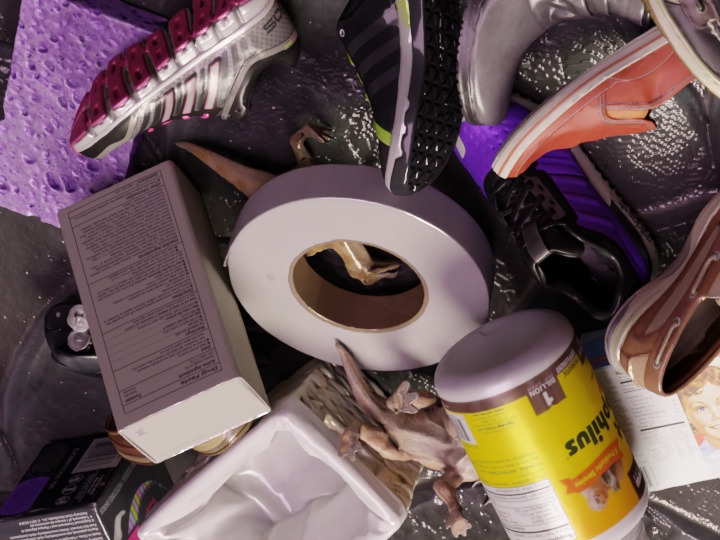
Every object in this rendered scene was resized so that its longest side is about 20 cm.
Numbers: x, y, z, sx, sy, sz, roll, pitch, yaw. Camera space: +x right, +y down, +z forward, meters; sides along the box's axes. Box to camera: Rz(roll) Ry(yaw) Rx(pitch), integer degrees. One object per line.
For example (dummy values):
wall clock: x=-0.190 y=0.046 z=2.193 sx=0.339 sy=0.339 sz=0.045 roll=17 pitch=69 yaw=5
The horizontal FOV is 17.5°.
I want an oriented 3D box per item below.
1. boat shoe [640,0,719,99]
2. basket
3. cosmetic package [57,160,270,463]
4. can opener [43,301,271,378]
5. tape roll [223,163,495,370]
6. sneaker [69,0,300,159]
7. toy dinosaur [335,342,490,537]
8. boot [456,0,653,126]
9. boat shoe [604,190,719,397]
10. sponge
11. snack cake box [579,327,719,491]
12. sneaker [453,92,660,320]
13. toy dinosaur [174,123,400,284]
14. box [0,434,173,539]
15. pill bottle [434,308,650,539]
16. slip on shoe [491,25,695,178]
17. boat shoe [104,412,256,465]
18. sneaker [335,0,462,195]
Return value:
boat shoe: x=0.219 y=-0.193 z=1.520 sx=0.066 sy=0.072 sz=0.201 roll=-34 pitch=98 yaw=34
basket: x=-0.057 y=0.173 z=1.864 sx=0.136 sy=0.123 sz=0.200 roll=44 pitch=123 yaw=-9
cosmetic package: x=-0.149 y=0.029 z=1.754 sx=0.103 sy=0.201 sz=0.073 roll=-23 pitch=151 yaw=8
can opener: x=-0.162 y=0.051 z=1.878 sx=0.199 sy=0.079 sz=0.064 roll=-3 pitch=80 yaw=18
tape roll: x=0.000 y=0.000 z=1.747 sx=0.202 sy=0.037 sz=0.203 roll=8 pitch=141 yaw=7
sneaker: x=-0.124 y=-0.135 z=1.719 sx=0.200 sy=0.074 sz=0.087 roll=-37 pitch=122 yaw=14
toy dinosaur: x=0.063 y=0.127 z=1.799 sx=0.200 sy=0.135 sz=0.086 roll=29 pitch=104 yaw=14
boot: x=0.141 y=-0.182 z=1.603 sx=0.131 sy=0.070 sz=0.201 roll=13 pitch=117 yaw=12
boat shoe: x=0.260 y=0.009 z=1.643 sx=0.076 sy=0.072 sz=0.200 roll=29 pitch=104 yaw=-40
sponge: x=-0.221 y=-0.123 z=1.804 sx=0.111 sy=0.030 sz=0.201 roll=21 pitch=125 yaw=6
snack cake box: x=0.265 y=0.088 z=1.729 sx=0.199 sy=0.067 sz=0.115 roll=-14 pitch=112 yaw=27
sneaker: x=0.133 y=-0.043 z=1.676 sx=0.200 sy=0.100 sz=0.070 roll=44 pitch=124 yaw=-5
toy dinosaur: x=-0.051 y=-0.056 z=1.764 sx=0.200 sy=0.058 sz=0.101 roll=34 pitch=126 yaw=-1
box: x=-0.207 y=0.252 z=1.966 sx=0.106 sy=0.122 sz=0.201 roll=-10 pitch=116 yaw=24
pill bottle: x=0.140 y=0.136 z=1.698 sx=0.109 sy=0.109 sz=0.201 roll=-17 pitch=111 yaw=28
slip on shoe: x=0.178 y=-0.117 z=1.612 sx=0.200 sy=0.074 sz=0.061 roll=-32 pitch=92 yaw=13
boat shoe: x=-0.152 y=0.106 z=1.853 sx=0.068 sy=0.072 sz=0.200 roll=48 pitch=152 yaw=-17
sneaker: x=0.024 y=-0.155 z=1.662 sx=0.083 sy=0.072 sz=0.201 roll=8 pitch=99 yaw=33
